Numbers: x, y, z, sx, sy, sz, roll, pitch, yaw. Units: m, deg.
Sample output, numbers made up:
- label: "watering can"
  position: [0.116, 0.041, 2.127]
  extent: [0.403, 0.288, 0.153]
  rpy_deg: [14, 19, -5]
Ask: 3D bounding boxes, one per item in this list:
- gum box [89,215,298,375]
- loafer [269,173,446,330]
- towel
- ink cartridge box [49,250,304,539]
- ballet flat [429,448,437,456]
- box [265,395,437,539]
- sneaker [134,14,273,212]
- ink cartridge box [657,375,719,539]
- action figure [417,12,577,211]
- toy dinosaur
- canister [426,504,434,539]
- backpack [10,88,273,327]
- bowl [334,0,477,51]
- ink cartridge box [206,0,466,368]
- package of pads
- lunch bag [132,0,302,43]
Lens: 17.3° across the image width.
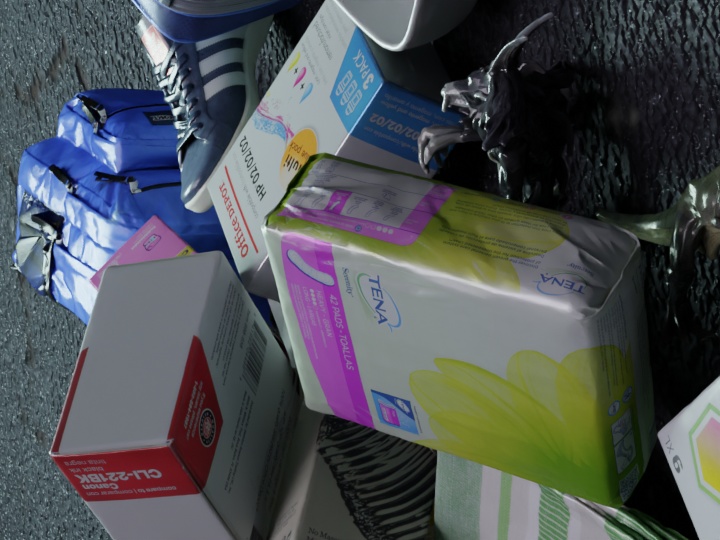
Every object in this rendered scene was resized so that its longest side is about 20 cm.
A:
- label: "gum box"
  position: [-0.080, 0.066, 1.582]
  extent: [0.200, 0.066, 0.113]
  rpy_deg: [48, 174, -32]
- label: "loafer"
  position: [0.000, 0.000, 1.505]
  extent: [0.200, 0.063, 0.072]
  rpy_deg: [-48, 55, 59]
- label: "towel"
  position: [0.115, 0.169, 1.296]
  extent: [0.200, 0.023, 0.153]
  rpy_deg: [31, 139, 34]
- label: "ink cartridge box"
  position: [-0.093, 0.109, 1.422]
  extent: [0.200, 0.084, 0.145]
  rpy_deg: [60, -149, -42]
- label: "ballet flat"
  position: [0.043, 0.057, 1.366]
  extent: [0.200, 0.072, 0.072]
  rpy_deg: [50, 152, -2]
- label: "box"
  position: [0.006, 0.099, 1.406]
  extent: [0.068, 0.082, 0.200]
  rpy_deg: [129, 158, -56]
- label: "sneaker"
  position: [-0.114, -0.131, 1.577]
  extent: [0.075, 0.084, 0.200]
  rpy_deg: [-42, 33, 45]
- label: "ink cartridge box"
  position: [0.202, 0.101, 1.130]
  extent: [0.200, 0.059, 0.104]
  rpy_deg: [-53, 52, 57]
- label: "action figure"
  position: [0.069, -0.042, 1.291]
  extent: [0.102, 0.119, 0.200]
  rpy_deg: [5, 117, 19]
- label: "toy dinosaur"
  position: [0.173, -0.010, 1.174]
  extent: [0.200, 0.047, 0.088]
  rpy_deg: [152, 110, -68]
- label: "canister"
  position: [0.031, 0.242, 1.508]
  extent: [0.148, 0.086, 0.201]
  rpy_deg: [-8, 91, 65]
- label: "backpack"
  position: [-0.150, -0.033, 1.693]
  extent: [0.200, 0.162, 0.168]
  rpy_deg: [41, 131, 54]
- label: "bowl"
  position: [0.024, -0.247, 1.353]
  extent: [0.200, 0.074, 0.200]
  rpy_deg: [51, 142, 44]
- label: "ink cartridge box"
  position: [-0.026, -0.054, 1.424]
  extent: [0.200, 0.068, 0.115]
  rpy_deg: [-56, 32, 23]
- label: "package of pads"
  position: [0.053, 0.027, 1.223]
  extent: [0.200, 0.068, 0.155]
  rpy_deg: [16, 140, 26]
- label: "lunch bag"
  position: [-0.116, -0.253, 1.540]
  extent: [0.200, 0.136, 0.132]
  rpy_deg: [52, 144, 24]
